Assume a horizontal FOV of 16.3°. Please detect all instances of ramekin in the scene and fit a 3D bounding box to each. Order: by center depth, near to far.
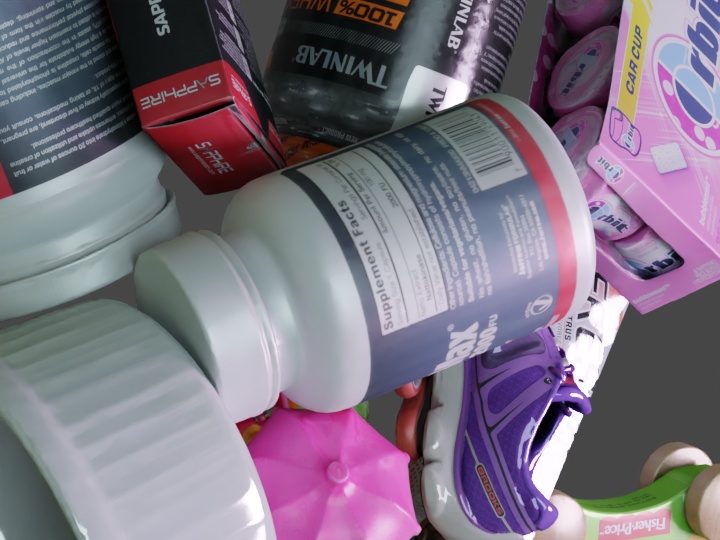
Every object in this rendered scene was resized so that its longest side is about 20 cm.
[{"bbox_3d":[-0.124,0.111,1.176,0.098,0.200,0.201,-25,106,-27],"label":"ramekin"}]

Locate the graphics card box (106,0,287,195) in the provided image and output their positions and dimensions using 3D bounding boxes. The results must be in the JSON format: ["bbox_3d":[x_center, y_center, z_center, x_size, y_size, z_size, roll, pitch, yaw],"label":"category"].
[{"bbox_3d":[-0.093,-0.146,1.210,0.051,0.125,0.201,-17,75,7],"label":"graphics card box"}]

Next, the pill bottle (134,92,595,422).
[{"bbox_3d":[0.000,0.000,1.199,0.200,0.120,0.120,-21,105,-22],"label":"pill bottle"}]

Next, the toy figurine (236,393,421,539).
[{"bbox_3d":[-0.034,0.125,1.265,0.150,0.184,0.201,-17,109,-14],"label":"toy figurine"}]

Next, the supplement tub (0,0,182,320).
[{"bbox_3d":[-0.177,-0.090,1.202,0.140,0.140,0.201,-27,107,-24],"label":"supplement tub"}]

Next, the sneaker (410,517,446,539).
[{"bbox_3d":[0.025,0.221,1.357,0.090,0.067,0.200,28,109,-38],"label":"sneaker"}]

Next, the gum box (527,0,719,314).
[{"bbox_3d":[0.153,-0.083,1.371,0.113,0.066,0.200,41,41,-27],"label":"gum box"}]

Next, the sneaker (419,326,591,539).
[{"bbox_3d":[0.080,0.046,1.312,0.083,0.081,0.201,-1,72,12],"label":"sneaker"}]

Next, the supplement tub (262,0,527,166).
[{"bbox_3d":[0.022,-0.132,1.318,0.122,0.122,0.201,19,85,-29],"label":"supplement tub"}]

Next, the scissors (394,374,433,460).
[{"bbox_3d":[0.037,0.021,1.346,0.014,0.200,0.073,-3,122,12],"label":"scissors"}]

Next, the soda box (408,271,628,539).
[{"bbox_3d":[0.090,0.049,1.391,0.063,0.068,0.200,32,72,-27],"label":"soda box"}]

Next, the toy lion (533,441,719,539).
[{"bbox_3d":[0.131,0.207,1.452,0.199,0.069,0.192,-5,104,-29],"label":"toy lion"}]
